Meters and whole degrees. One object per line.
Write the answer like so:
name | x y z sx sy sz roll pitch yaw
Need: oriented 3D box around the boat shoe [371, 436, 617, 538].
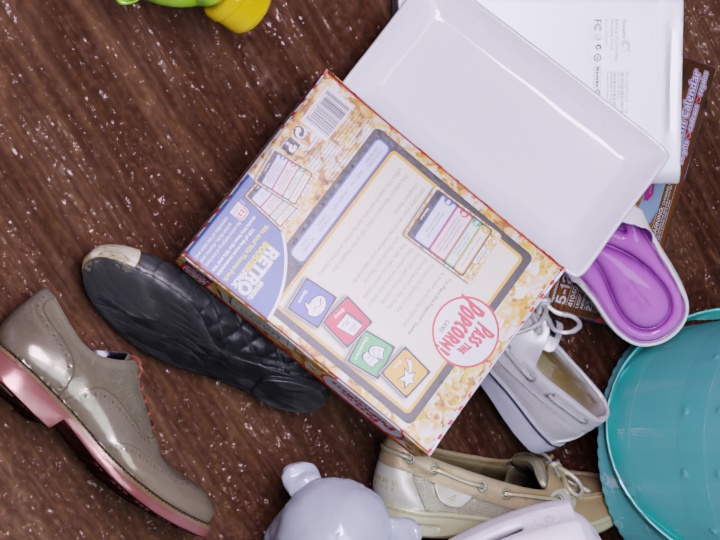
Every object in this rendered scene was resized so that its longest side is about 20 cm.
boat shoe | 0.101 0.151 1.349 0.199 0.073 0.064 4 103 -21

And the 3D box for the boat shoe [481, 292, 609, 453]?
boat shoe | 0.108 0.040 1.278 0.202 0.086 0.075 53 31 -26

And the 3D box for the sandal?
sandal | 0.159 -0.021 1.281 0.082 0.050 0.202 -45 114 10

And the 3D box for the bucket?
bucket | 0.274 0.126 1.366 0.206 0.134 0.209 6 81 -45

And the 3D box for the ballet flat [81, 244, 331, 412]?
ballet flat | -0.098 0.033 1.236 0.199 0.066 0.057 31 45 -30

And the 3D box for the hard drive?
hard drive | 0.120 -0.124 1.287 0.198 0.026 0.133 -1 97 -10

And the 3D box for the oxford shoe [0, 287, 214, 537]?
oxford shoe | -0.152 0.094 1.203 0.200 0.070 0.075 47 73 -29

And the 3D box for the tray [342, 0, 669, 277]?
tray | 0.092 -0.094 1.237 0.199 0.022 0.108 38 80 3

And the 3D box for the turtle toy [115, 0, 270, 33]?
turtle toy | -0.096 -0.246 1.141 0.145 0.101 0.201 34 84 -29

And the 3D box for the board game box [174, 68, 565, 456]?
board game box | 0.007 -0.003 1.198 0.200 0.046 0.152 40 78 -6

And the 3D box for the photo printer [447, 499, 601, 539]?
photo printer | 0.108 0.252 1.326 0.165 0.070 0.201 -27 130 3

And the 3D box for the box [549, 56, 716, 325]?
box | 0.165 -0.067 1.353 0.136 0.039 0.202 13 94 -28

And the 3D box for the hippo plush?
hippo plush | -0.056 0.205 1.238 0.158 0.200 0.162 21 68 2
